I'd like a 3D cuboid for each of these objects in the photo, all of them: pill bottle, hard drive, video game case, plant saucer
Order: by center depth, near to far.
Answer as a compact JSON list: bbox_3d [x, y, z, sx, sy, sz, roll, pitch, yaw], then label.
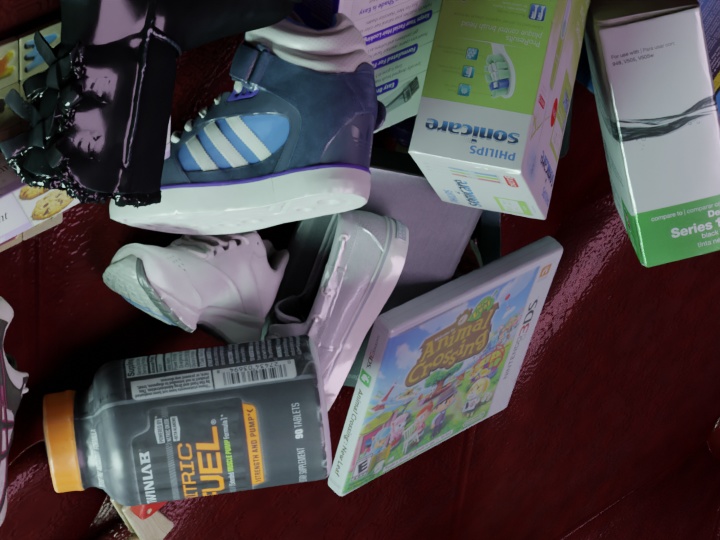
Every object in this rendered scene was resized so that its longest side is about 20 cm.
[{"bbox_3d":[-0.125,0.110,1.622,0.199,0.106,0.106,-8,138,-4],"label":"pill bottle"},{"bbox_3d":[0.000,0.000,1.735,0.139,0.033,0.200,9,123,-24],"label":"hard drive"},{"bbox_3d":[0.068,0.076,1.804,0.200,0.022,0.182,-24,143,-39],"label":"video game case"},{"bbox_3d":[0.103,-0.067,1.843,0.019,0.070,0.200,-4,139,0],"label":"plant saucer"}]

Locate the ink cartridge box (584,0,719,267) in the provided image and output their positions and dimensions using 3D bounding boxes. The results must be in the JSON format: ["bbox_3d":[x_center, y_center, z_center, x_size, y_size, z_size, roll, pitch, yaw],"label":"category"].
[{"bbox_3d":[0.229,-0.126,1.762,0.083,0.147,0.201,-13,113,3],"label":"ink cartridge box"}]

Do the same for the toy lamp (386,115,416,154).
[{"bbox_3d":[0.025,-0.036,1.774,0.058,0.058,0.201,-20,136,-41],"label":"toy lamp"}]

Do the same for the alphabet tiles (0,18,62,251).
[{"bbox_3d":[-0.242,-0.069,1.434,0.200,0.006,0.167,-28,143,-33],"label":"alphabet tiles"}]

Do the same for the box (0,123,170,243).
[{"bbox_3d":[-0.208,-0.057,1.447,0.200,0.039,0.042,-29,141,-32],"label":"box"}]

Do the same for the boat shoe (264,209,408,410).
[{"bbox_3d":[-0.034,0.041,1.691,0.068,0.072,0.200,21,120,-17],"label":"boat shoe"}]

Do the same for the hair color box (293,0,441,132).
[{"bbox_3d":[0.001,-0.188,1.574,0.109,0.065,0.201,-26,138,-38],"label":"hair color box"}]

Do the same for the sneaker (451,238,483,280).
[{"bbox_3d":[0.066,0.036,1.892,0.200,0.078,0.082,98,6,-48],"label":"sneaker"}]

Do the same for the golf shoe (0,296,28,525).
[{"bbox_3d":[-0.256,0.105,1.535,0.088,0.077,0.200,-40,149,-31],"label":"golf shoe"}]

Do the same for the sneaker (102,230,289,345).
[{"bbox_3d":[-0.116,-0.001,1.622,0.087,0.074,0.200,-62,158,3],"label":"sneaker"}]

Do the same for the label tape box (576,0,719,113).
[{"bbox_3d":[0.269,-0.198,1.915,0.144,0.066,0.200,-57,151,13],"label":"label tape box"}]

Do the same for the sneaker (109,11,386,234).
[{"bbox_3d":[-0.079,-0.107,1.527,0.081,0.199,0.147,18,68,-60],"label":"sneaker"}]

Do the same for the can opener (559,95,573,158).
[{"bbox_3d":[0.140,-0.170,1.802,0.066,0.053,0.200,-9,139,-1],"label":"can opener"}]

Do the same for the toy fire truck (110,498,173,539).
[{"bbox_3d":[-0.169,0.178,1.748,0.200,0.049,0.141,-21,138,-41],"label":"toy fire truck"}]

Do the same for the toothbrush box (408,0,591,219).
[{"bbox_3d":[0.105,-0.153,1.620,0.146,0.086,0.201,48,55,-74],"label":"toothbrush box"}]

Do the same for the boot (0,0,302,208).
[{"bbox_3d":[-0.128,-0.122,1.424,0.198,0.073,0.163,3,100,-46],"label":"boot"}]
